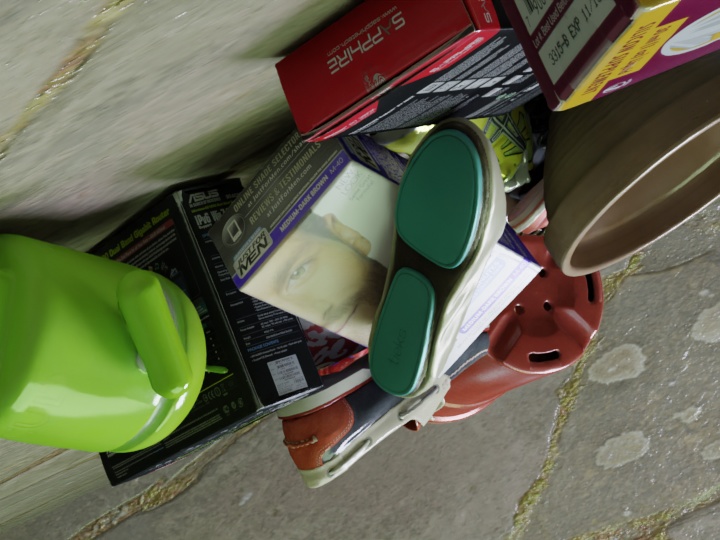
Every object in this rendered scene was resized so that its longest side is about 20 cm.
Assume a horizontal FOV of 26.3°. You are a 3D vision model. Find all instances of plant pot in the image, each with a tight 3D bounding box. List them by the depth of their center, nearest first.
[{"bbox_3d":[0.193,-0.092,1.036,0.200,0.093,0.201,-30,163,-10],"label":"plant pot"},{"bbox_3d":[0.112,0.032,1.422,0.199,0.203,0.195,-20,179,-26],"label":"plant pot"}]

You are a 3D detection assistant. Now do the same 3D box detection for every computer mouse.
[{"bbox_3d":[0.152,-0.119,1.163,0.138,0.053,0.200,-30,168,-19],"label":"computer mouse"}]

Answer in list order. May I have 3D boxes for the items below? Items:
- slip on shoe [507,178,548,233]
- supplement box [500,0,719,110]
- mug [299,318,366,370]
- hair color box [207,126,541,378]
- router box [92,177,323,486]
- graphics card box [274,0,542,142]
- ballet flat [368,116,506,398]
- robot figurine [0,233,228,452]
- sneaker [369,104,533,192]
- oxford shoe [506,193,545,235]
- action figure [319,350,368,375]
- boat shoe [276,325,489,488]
[{"bbox_3d":[0.194,-0.066,1.208,0.199,0.062,0.074,-22,165,-39],"label":"slip on shoe"},{"bbox_3d":[0.163,-0.162,0.653,0.198,0.104,0.131,-23,171,-11],"label":"supplement box"},{"bbox_3d":[-0.003,-0.010,1.140,0.198,0.135,0.177,-21,-169,-8],"label":"mug"},{"bbox_3d":[0.013,-0.012,0.984,0.199,0.065,0.109,26,113,-43],"label":"hair color box"},{"bbox_3d":[-0.127,0.046,1.048,0.062,0.151,0.199,-17,171,-43],"label":"router box"},{"bbox_3d":[0.063,-0.123,0.829,0.125,0.051,0.199,-30,170,38],"label":"graphics card box"},{"bbox_3d":[0.051,-0.012,0.923,0.069,0.069,0.201,-17,139,-38],"label":"ballet flat"},{"bbox_3d":[-0.176,0.046,0.916,0.174,0.117,0.199,-2,167,43],"label":"robot figurine"},{"bbox_3d":[0.071,-0.089,0.992,0.075,0.077,0.200,-27,173,27],"label":"sneaker"},{"bbox_3d":[0.126,-0.060,1.273,0.199,0.084,0.073,-26,134,-47],"label":"oxford shoe"},{"bbox_3d":[-0.070,0.078,1.247,0.099,0.198,0.066,-54,155,-40],"label":"action figure"},{"bbox_3d":[0.024,0.088,1.093,0.199,0.063,0.071,-24,-174,-40],"label":"boat shoe"}]
